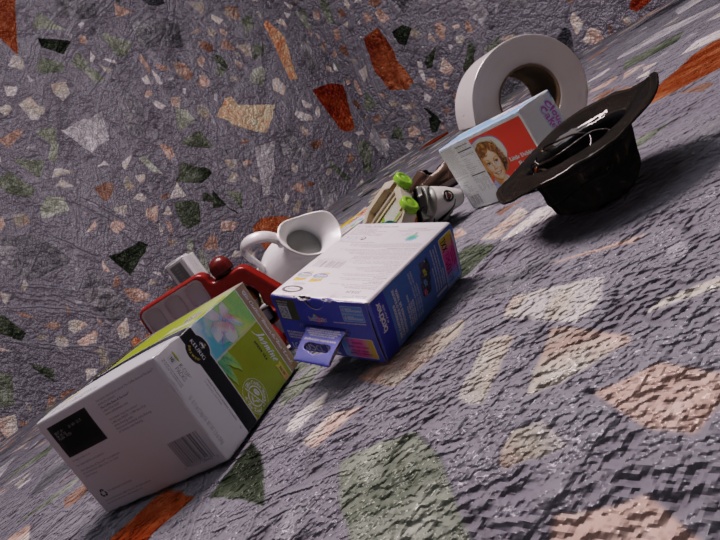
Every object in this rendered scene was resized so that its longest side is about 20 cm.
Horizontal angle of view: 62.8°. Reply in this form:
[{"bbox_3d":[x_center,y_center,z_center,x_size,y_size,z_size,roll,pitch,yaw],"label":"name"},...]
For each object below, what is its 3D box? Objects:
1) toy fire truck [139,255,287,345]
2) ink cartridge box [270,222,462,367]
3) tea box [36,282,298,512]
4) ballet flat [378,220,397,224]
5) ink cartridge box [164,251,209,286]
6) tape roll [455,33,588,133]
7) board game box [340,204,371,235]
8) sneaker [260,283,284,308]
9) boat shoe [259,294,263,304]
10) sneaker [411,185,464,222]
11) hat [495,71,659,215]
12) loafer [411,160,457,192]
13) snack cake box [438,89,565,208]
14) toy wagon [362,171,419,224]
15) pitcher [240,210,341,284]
[{"bbox_3d":[-0.196,0.074,0.852,0.200,0.168,0.112,-32,10,7],"label":"toy fire truck"},{"bbox_3d":[0.002,0.024,0.637,0.136,0.076,0.200,3,30,40],"label":"ink cartridge box"},{"bbox_3d":[-0.213,0.141,0.690,0.200,0.134,0.197,-28,12,26],"label":"tea box"},{"bbox_3d":[0.009,0.014,0.792,0.068,0.068,0.200,-49,5,47],"label":"ballet flat"},{"bbox_3d":[-0.292,0.057,1.142,0.044,0.200,0.174,-35,10,-7],"label":"ink cartridge box"},{"bbox_3d":[0.281,-0.302,1.053,0.203,0.203,0.139,-33,10,4],"label":"tape roll"},{"bbox_3d":[-0.003,-0.087,1.189,0.200,0.034,0.134,-37,11,-17],"label":"board game box"},{"bbox_3d":[-0.098,0.040,0.969,0.082,0.075,0.200,-42,13,-35],"label":"sneaker"},{"bbox_3d":[-0.201,0.079,1.155,0.063,0.073,0.201,-4,-1,-11],"label":"boat shoe"},{"bbox_3d":[0.114,-0.101,1.028,0.088,0.074,0.200,-9,-2,-18],"label":"sneaker"},{"bbox_3d":[0.245,-0.113,0.622,0.201,0.081,0.201,-41,7,6],"label":"hat"},{"bbox_3d":[0.146,-0.199,1.355,0.200,0.071,0.073,-31,10,16],"label":"loafer"},{"bbox_3d":[0.218,-0.172,0.878,0.067,0.115,0.200,-37,11,-23],"label":"snack cake box"},{"bbox_3d":[0.042,-0.059,0.957,0.155,0.040,0.200,-54,27,33],"label":"toy wagon"},{"bbox_3d":[-0.138,-0.016,1.059,0.171,0.121,0.200,-5,-27,-22],"label":"pitcher"}]
